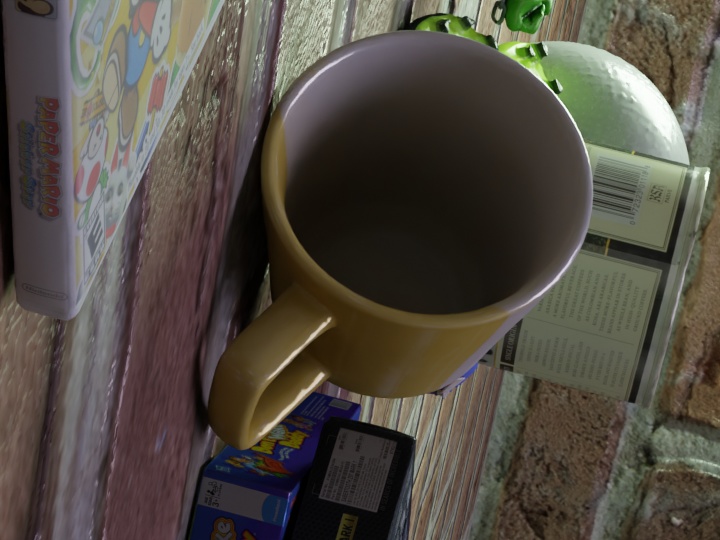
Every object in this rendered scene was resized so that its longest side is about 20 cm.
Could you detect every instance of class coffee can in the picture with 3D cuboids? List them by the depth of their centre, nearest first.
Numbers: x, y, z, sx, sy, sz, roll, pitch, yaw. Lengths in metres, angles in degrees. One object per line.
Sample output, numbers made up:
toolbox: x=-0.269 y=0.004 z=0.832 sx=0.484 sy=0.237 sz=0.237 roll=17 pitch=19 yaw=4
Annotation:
coffee can: x=0.090 y=-0.013 z=1.381 sx=0.146 sy=0.200 sz=0.147 roll=15 pitch=90 yaw=-83

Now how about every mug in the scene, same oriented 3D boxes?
mug: x=0.003 y=-0.009 z=1.114 sx=0.153 sy=0.186 sz=0.150 roll=109 pitch=-34 yaw=-64

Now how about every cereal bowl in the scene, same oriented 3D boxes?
cereal bowl: x=0.122 y=-0.060 z=1.623 sx=0.083 sy=0.200 sz=0.200 roll=-2 pitch=106 yaw=-64

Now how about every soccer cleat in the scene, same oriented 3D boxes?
soccer cleat: x=0.061 y=-0.118 z=1.503 sx=0.200 sy=0.081 sz=0.068 roll=3 pitch=67 yaw=-65

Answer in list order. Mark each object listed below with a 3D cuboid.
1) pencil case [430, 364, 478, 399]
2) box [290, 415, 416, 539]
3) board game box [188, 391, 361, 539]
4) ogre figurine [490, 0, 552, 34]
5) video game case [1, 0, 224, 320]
pencil case: x=0.038 y=0.040 z=1.562 sx=0.200 sy=0.078 sz=0.087 roll=42 pitch=28 yaw=-81
box: x=-0.020 y=0.194 z=1.165 sx=0.158 sy=0.051 sz=0.200 roll=90 pitch=15 yaw=-62
board game box: x=-0.051 y=0.147 z=1.220 sx=0.200 sy=0.045 sz=0.135 roll=-42 pitch=146 yaw=-77
ogre figurine: x=0.114 y=-0.259 z=1.518 sx=0.120 sy=0.098 sz=0.200 roll=109 pitch=9 yaw=-45
video game case: x=-0.062 y=-0.116 z=0.704 sx=0.182 sy=0.023 sz=0.200 roll=96 pitch=11 yaw=-47
